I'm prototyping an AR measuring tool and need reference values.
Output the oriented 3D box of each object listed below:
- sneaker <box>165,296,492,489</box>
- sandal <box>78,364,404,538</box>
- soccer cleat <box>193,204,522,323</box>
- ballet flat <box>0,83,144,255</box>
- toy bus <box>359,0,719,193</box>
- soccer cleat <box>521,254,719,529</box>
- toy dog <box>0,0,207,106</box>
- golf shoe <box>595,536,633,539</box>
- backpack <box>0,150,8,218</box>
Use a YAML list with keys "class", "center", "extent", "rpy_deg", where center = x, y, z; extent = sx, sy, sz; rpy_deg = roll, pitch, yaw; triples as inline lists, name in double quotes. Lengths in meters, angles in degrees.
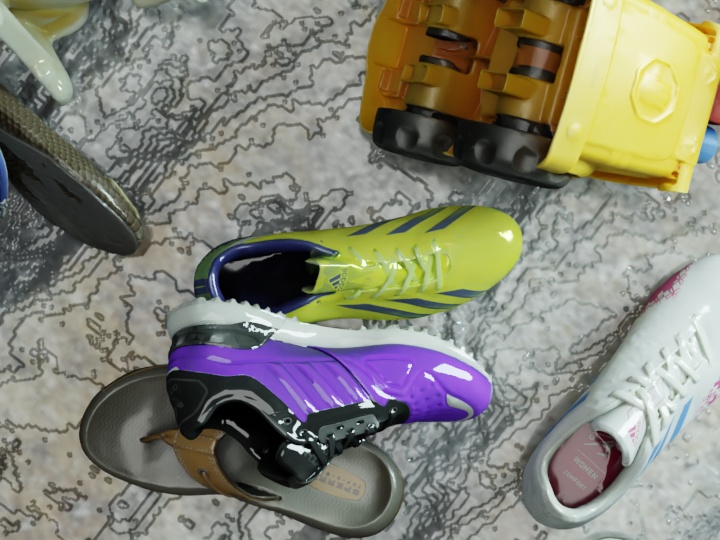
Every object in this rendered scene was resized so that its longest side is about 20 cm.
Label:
- class: "sneaker"
  center: [-0.020, 0.084, 1.475]
  extent: [0.200, 0.070, 0.100]
  rpy_deg: [10, 60, -13]
- class: "sandal"
  center: [-0.070, 0.112, 1.510]
  extent: [0.200, 0.055, 0.082]
  rpy_deg: [21, 89, 0]
- class: "soccer cleat"
  center: [0.000, 0.001, 1.498]
  extent: [0.200, 0.084, 0.065]
  rpy_deg: [-8, 89, -1]
- class: "ballet flat"
  center: [-0.206, -0.084, 1.516]
  extent: [0.200, 0.067, 0.046]
  rpy_deg: [38, 57, 3]
- class: "toy bus"
  center: [0.125, -0.111, 1.477]
  extent: [0.192, 0.200, 0.136]
  rpy_deg: [14, 90, -36]
- class: "soccer cleat"
  center: [0.173, 0.076, 1.496]
  extent: [0.070, 0.086, 0.200]
  rpy_deg: [38, 89, 0]
- class: "toy dog"
  center: [-0.155, -0.226, 1.491]
  extent: [0.200, 0.140, 0.194]
  rpy_deg: [-36, 53, 1]
- class: "golf shoe"
  center: [0.088, 0.224, 1.491]
  extent: [0.200, 0.094, 0.078]
  rpy_deg: [-34, 91, 1]
- class: "backpack"
  center: [-0.292, -0.044, 1.446]
  extent: [0.200, 0.191, 0.154]
  rpy_deg: [31, 73, 0]
